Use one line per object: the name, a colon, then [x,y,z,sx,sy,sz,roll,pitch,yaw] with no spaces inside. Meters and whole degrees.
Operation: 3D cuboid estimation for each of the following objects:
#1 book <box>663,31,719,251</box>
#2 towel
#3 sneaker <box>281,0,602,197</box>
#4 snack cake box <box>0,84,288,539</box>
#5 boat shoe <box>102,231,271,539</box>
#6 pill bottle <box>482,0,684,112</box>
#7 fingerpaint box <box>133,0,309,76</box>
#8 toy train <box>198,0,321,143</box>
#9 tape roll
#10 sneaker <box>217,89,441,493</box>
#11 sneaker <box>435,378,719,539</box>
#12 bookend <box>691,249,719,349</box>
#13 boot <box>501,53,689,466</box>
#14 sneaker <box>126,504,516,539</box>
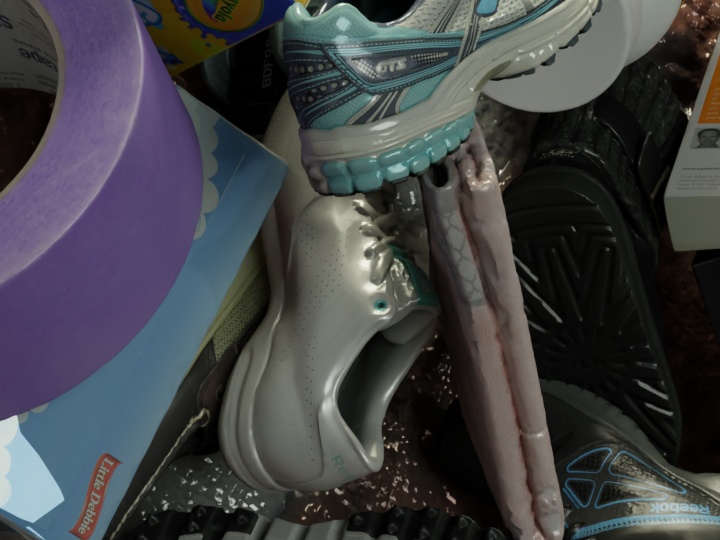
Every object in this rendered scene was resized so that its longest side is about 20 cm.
book: [0.240,-0.080,1.144,0.200,0.133,0.048,-60,142,-52]
towel: [0.046,-0.003,1.001,0.032,0.200,0.192,-13,121,0]
sneaker: [0.035,-0.114,0.908,0.200,0.077,0.087,-50,129,-45]
snack cake box: [-0.122,0.028,0.961,0.067,0.115,0.201,35,65,-21]
boat shoe: [-0.068,0.049,1.016,0.066,0.072,0.201,37,60,-15]
pill bottle: [0.112,-0.165,1.099,0.116,0.116,0.200,50,37,-14]
fingerpaint box: [-0.120,-0.159,0.946,0.167,0.200,0.074,35,66,-22]
toy train: [-0.011,-0.149,1.084,0.114,0.085,0.201,14,74,-38]
tape roll: [-0.169,-0.043,0.894,0.201,0.199,0.085,-64,156,-23]
sneaker: [0.000,0.000,0.985,0.075,0.088,0.201,23,69,-45]
sneaker: [0.109,0.111,1.044,0.082,0.199,0.074,-34,133,-41]
bookend: [0.232,0.059,1.114,0.199,0.092,0.201,-43,114,-69]
boot: [0.128,0.001,1.140,0.158,0.079,0.212,-65,150,-55]
sneaker: [-0.004,0.153,0.984,0.067,0.199,0.091,-63,147,-49]
